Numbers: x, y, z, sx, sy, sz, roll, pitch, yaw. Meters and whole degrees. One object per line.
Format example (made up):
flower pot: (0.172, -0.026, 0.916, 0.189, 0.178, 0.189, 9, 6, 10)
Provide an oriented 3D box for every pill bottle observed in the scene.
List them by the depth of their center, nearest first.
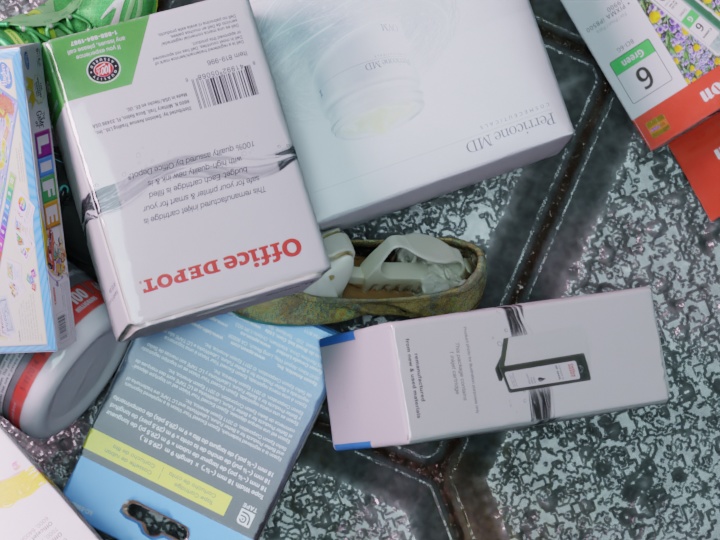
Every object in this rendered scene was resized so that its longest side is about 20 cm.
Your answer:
pill bottle: (-0.268, 0.018, 1.615, 0.199, 0.116, 0.116, 36, 87, 12)

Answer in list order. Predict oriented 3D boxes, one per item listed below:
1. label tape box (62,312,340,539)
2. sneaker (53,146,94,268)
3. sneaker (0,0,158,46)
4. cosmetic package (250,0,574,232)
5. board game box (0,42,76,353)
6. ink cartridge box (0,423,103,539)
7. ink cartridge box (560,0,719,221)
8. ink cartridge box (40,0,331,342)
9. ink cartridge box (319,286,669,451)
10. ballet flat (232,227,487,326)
label tape box: (-0.112, 0.109, 1.645, 0.143, 0.063, 0.201, 26, 87, 1)
sneaker: (-0.242, -0.064, 1.578, 0.200, 0.079, 0.076, 39, 117, -1)
sneaker: (-0.228, -0.155, 1.649, 0.199, 0.084, 0.074, -36, 90, -1)
cosmetic package: (0.025, -0.150, 1.635, 0.198, 0.123, 0.201, -20, 88, -2)
board game box: (-0.267, -0.045, 1.518, 0.133, 0.034, 0.202, -2, 100, 17)
ink cartridge box: (-0.256, 0.192, 1.524, 0.145, 0.147, 0.200, -42, 69, -10)
ink cartridge box: (0.241, -0.144, 1.653, 0.109, 0.050, 0.201, -31, 86, 22)
ink cartridge box: (-0.120, -0.067, 1.538, 0.145, 0.083, 0.202, -15, 83, -15)
ink cartridge box: (0.091, 0.069, 1.582, 0.198, 0.146, 0.085, -8, 86, -22)
ballet flat: (0.000, 0.000, 1.622, 0.198, 0.071, 0.071, 2, 86, -22)
